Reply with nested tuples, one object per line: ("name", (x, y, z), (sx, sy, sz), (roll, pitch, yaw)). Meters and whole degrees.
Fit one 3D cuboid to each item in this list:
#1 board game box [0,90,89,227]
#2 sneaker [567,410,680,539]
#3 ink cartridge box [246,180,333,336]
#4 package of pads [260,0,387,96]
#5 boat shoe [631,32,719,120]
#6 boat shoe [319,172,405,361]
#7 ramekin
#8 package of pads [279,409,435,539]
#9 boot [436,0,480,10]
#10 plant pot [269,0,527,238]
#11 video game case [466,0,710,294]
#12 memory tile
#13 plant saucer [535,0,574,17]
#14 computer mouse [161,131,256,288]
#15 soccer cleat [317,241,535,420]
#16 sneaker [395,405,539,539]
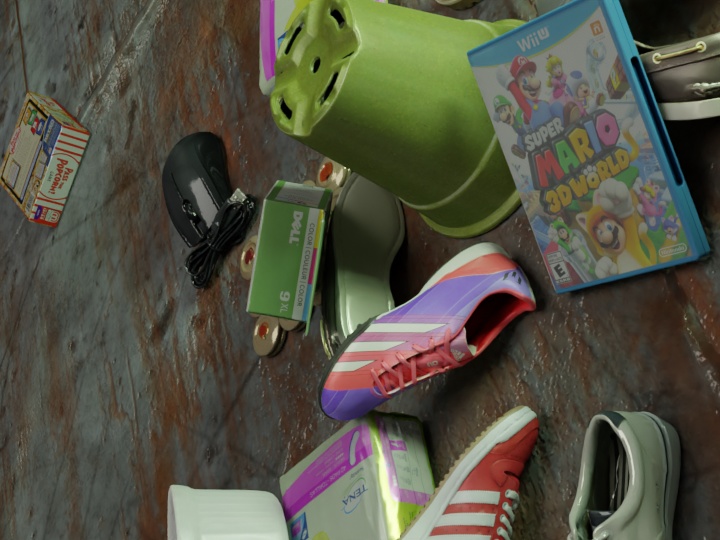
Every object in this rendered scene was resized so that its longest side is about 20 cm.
("board game box", (-0.478, -0.170, 2.017), (0.200, 0.046, 0.152), (39, 109, 54))
("sneaker", (0.170, 0.191, 0.905), (0.073, 0.071, 0.200), (-20, 61, 51))
("ink cartridge box", (-0.064, -0.016, 1.216), (0.200, 0.059, 0.104), (-88, 8, -79))
("package of pads", (-0.040, -0.293, 1.398), (0.154, 0.068, 0.200), (-31, 53, 46))
("boat shoe", (0.196, -0.145, 0.992), (0.200, 0.072, 0.060), (10, 112, 52))
("boat shoe", (-0.003, -0.001, 1.234), (0.060, 0.072, 0.202), (128, 151, -52))
("ramekin", (-0.117, 0.290, 1.200), (0.200, 0.098, 0.201), (179, 90, -79))
("package of pads", (0.005, 0.232, 1.132), (0.155, 0.068, 0.200), (-43, 45, 40))
("boot", (0.103, -0.301, 1.176), (0.200, 0.107, 0.075), (-29, 52, 45))
("plant pot", (0.033, -0.146, 1.136), (0.200, 0.190, 0.200), (-26, 57, 47))
("video game case", (0.163, -0.090, 0.988), (0.143, 0.018, 0.200), (-18, 94, 52))
("memory tile", (-0.062, -0.016, 1.377), (0.200, 0.017, 0.153), (-44, 44, 36))
("plant saucer", (0.177, -0.274, 1.018), (0.200, 0.050, 0.200), (-59, 4, 6))
("computer mouse", (-0.190, -0.091, 1.561), (0.139, 0.053, 0.200), (-53, 39, 30))
("soccer cleat", (0.051, 0.060, 1.088), (0.200, 0.068, 0.073), (-39, 42, 3))
("sneaker", (0.098, 0.205, 1.006), (0.112, 0.071, 0.200), (35, 80, 23))
